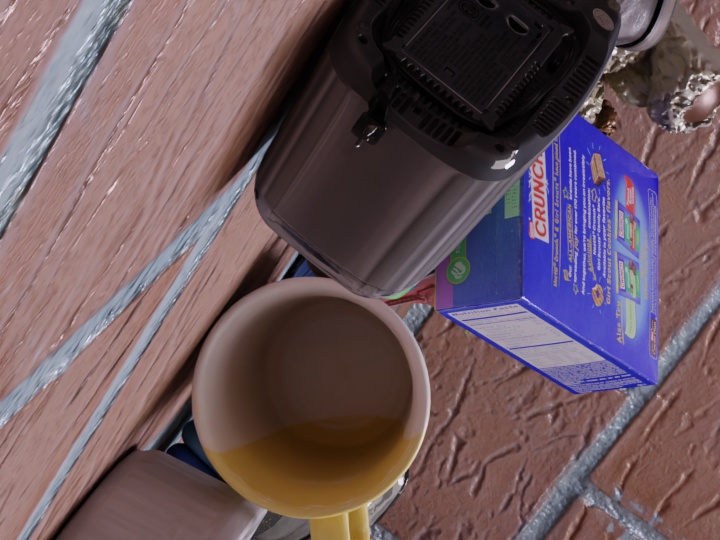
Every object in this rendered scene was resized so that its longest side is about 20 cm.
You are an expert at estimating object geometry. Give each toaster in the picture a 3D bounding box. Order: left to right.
[{"bbox_3d":[0.031,-0.074,1.129,0.200,0.114,0.129,-52,179,-45],"label":"toaster"}]

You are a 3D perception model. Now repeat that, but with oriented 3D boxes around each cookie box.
[{"bbox_3d":[0.135,-0.023,1.681,0.200,0.075,0.171,31,55,-50],"label":"cookie box"}]

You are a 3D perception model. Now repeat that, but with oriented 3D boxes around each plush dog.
[{"bbox_3d":[0.146,-0.159,1.749,0.200,0.161,0.172,13,138,-39],"label":"plush dog"}]

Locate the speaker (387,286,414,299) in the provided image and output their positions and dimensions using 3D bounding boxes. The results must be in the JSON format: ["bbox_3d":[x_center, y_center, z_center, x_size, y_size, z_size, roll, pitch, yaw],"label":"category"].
[{"bbox_3d":[0.052,-0.079,1.565,0.200,0.088,0.088,-55,176,22],"label":"speaker"}]

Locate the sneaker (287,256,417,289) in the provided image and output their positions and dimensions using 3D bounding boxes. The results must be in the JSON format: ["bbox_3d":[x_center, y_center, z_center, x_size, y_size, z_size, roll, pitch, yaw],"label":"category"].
[{"bbox_3d":[0.000,0.000,1.693,0.200,0.078,0.075,-57,175,39],"label":"sneaker"}]

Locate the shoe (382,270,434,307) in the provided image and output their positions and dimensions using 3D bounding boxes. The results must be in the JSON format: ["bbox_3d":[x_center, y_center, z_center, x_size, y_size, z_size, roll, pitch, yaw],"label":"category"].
[{"bbox_3d":[0.082,0.017,1.838,0.200,0.091,0.071,-21,-172,38],"label":"shoe"}]

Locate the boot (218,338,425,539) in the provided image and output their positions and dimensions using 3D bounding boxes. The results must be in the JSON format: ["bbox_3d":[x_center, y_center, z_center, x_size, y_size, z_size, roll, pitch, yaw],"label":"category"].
[{"bbox_3d":[-0.006,0.125,1.694,0.200,0.068,0.131,-47,143,14],"label":"boot"}]

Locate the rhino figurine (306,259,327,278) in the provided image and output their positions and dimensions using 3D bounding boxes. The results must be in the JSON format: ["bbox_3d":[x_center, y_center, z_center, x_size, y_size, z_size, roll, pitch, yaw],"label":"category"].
[{"bbox_3d":[0.029,-0.079,1.455,0.200,0.060,0.087,-60,-174,45],"label":"rhino figurine"}]

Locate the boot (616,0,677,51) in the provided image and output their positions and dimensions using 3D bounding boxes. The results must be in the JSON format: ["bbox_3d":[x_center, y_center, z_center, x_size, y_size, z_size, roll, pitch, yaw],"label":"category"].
[{"bbox_3d":[0.149,-0.220,1.492,0.174,0.069,0.200,-6,104,-57],"label":"boot"}]

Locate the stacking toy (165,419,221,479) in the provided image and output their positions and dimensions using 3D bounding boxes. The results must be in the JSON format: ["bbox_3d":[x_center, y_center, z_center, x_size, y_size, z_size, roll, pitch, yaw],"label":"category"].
[{"bbox_3d":[-0.133,0.170,1.721,0.200,0.085,0.085,-46,176,-5],"label":"stacking toy"}]

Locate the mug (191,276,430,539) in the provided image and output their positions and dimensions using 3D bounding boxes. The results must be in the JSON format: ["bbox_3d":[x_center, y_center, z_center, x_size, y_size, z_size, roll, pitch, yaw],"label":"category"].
[{"bbox_3d":[-0.030,0.090,1.541,0.187,0.149,0.153,-65,175,7],"label":"mug"}]

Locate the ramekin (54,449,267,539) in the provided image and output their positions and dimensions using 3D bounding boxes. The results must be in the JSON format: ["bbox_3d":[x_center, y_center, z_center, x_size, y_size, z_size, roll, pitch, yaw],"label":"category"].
[{"bbox_3d":[-0.155,0.206,1.534,0.202,0.094,0.202,-54,177,-5],"label":"ramekin"}]
